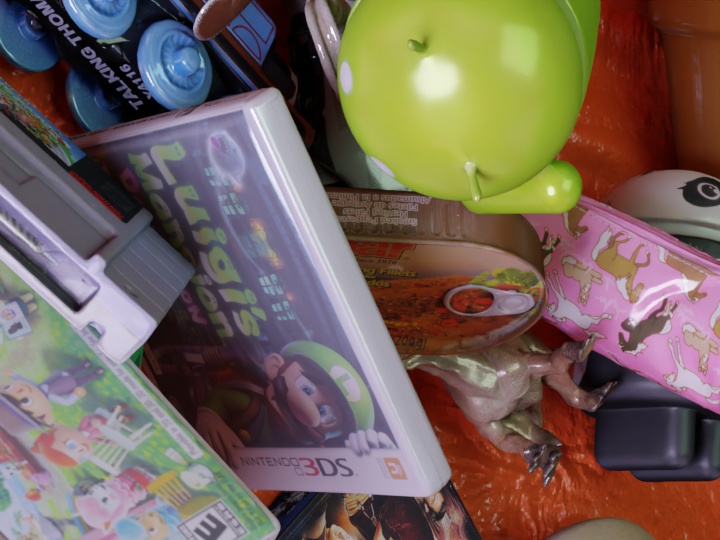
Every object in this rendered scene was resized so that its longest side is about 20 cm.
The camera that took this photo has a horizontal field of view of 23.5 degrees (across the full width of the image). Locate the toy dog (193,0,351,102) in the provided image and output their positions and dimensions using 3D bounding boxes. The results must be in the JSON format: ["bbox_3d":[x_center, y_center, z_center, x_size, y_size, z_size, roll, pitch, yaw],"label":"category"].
[{"bbox_3d":[-0.073,-0.163,0.818,0.200,0.095,0.133,49,33,-55],"label":"toy dog"}]

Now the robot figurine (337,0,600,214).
[{"bbox_3d":[0.053,-0.109,0.817,0.177,0.115,0.201,62,22,-21],"label":"robot figurine"}]

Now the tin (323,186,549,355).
[{"bbox_3d":[0.000,0.000,0.905,0.197,0.112,0.042,4,62,-7],"label":"tin"}]

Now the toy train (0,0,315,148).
[{"bbox_3d":[-0.102,-0.120,0.882,0.200,0.086,0.115,46,49,-30],"label":"toy train"}]

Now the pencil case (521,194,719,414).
[{"bbox_3d":[0.151,0.005,1.022,0.087,0.199,0.083,-59,152,-6],"label":"pencil case"}]

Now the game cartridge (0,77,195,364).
[{"bbox_3d":[-0.158,-0.049,0.752,0.200,0.038,0.130,43,13,-6],"label":"game cartridge"}]

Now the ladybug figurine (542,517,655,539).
[{"bbox_3d":[0.123,0.229,1.059,0.199,0.071,0.137,-26,101,-46],"label":"ladybug figurine"}]

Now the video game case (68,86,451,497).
[{"bbox_3d":[-0.060,0.019,0.831,0.023,0.181,0.202,-36,109,-37],"label":"video game case"}]

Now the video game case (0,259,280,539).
[{"bbox_3d":[-0.157,0.071,0.671,0.200,0.022,0.181,45,44,19],"label":"video game case"}]

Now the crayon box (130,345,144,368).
[{"bbox_3d":[-0.194,0.032,0.782,0.199,0.058,0.120,21,70,-41],"label":"crayon box"}]

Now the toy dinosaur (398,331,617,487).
[{"bbox_3d":[0.072,0.054,1.034,0.086,0.135,0.200,-58,158,-3],"label":"toy dinosaur"}]

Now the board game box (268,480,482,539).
[{"bbox_3d":[-0.010,0.184,0.962,0.200,0.034,0.136,-45,116,-39],"label":"board game box"}]

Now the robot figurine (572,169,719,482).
[{"bbox_3d":[0.204,0.034,1.134,0.150,0.123,0.203,80,17,-74],"label":"robot figurine"}]

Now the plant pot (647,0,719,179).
[{"bbox_3d":[0.298,-0.131,1.224,0.199,0.199,0.186,-9,106,-45],"label":"plant pot"}]

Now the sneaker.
[{"bbox_3d":[-0.011,-0.096,0.978,0.079,0.074,0.202,-25,96,-20],"label":"sneaker"}]
